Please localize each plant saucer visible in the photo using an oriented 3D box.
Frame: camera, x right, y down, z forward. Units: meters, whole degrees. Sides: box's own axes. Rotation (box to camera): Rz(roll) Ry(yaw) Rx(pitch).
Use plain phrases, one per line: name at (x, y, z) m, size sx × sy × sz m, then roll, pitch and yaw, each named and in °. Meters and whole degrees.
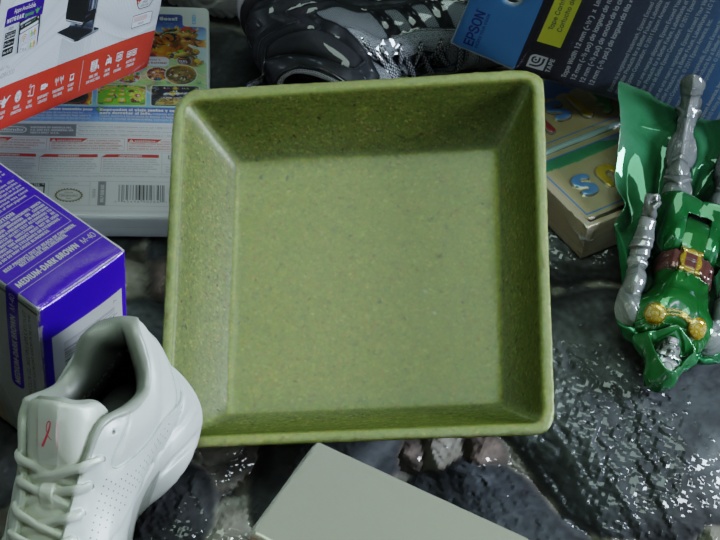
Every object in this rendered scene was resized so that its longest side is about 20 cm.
plant saucer at (0.000, 0.000, 1.004) m, size 0.199 × 0.048 × 0.201 m, roll -3°, pitch 67°, yaw 8°

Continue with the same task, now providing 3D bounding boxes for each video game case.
video game case at (-0.162, -0.094, 1.159) m, size 0.142 × 0.018 × 0.201 m, roll 1°, pitch 44°, yaw -5°

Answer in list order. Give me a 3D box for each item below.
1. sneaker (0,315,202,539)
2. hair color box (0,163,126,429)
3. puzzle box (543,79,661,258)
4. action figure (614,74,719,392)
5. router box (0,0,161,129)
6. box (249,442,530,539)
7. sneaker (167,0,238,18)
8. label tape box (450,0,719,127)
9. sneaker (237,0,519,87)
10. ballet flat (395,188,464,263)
sneaker at (-0.138, 0.105, 0.882) m, size 0.077 × 0.100 × 0.201 m, roll 3°, pitch 52°, yaw 16°
hair color box at (-0.210, -0.007, 0.996) m, size 0.200 × 0.110 × 0.065 m, roll 34°, pitch 51°, yaw 27°
puzzle box at (0.174, -0.087, 1.187) m, size 0.199 × 0.026 × 0.133 m, roll -22°, pitch 52°, yaw -27°
action figure at (0.186, -0.017, 1.084) m, size 0.117 × 0.055 × 0.201 m, roll 16°, pitch 59°, yaw 1°
router box at (-0.167, -0.183, 1.065) m, size 0.049 × 0.180 × 0.200 m, roll 21°, pitch 24°, yaw 15°
box at (0.048, 0.162, 0.875) m, size 0.199 × 0.082 × 0.068 m, roll 24°, pitch 47°, yaw 16°
sneaker at (-0.119, -0.256, 1.251) m, size 0.079 × 0.130 × 0.199 m, roll -32°, pitch 56°, yaw -32°
label tape box at (0.169, -0.171, 1.128) m, size 0.199 × 0.144 × 0.066 m, roll 17°, pitch 44°, yaw -5°
sneaker at (0.022, -0.125, 1.179) m, size 0.199 × 0.076 × 0.114 m, roll 4°, pitch 51°, yaw -6°
ballet flat at (-0.001, -0.039, 1.085) m, size 0.200 × 0.068 × 0.068 m, roll 33°, pitch 41°, yaw 25°
